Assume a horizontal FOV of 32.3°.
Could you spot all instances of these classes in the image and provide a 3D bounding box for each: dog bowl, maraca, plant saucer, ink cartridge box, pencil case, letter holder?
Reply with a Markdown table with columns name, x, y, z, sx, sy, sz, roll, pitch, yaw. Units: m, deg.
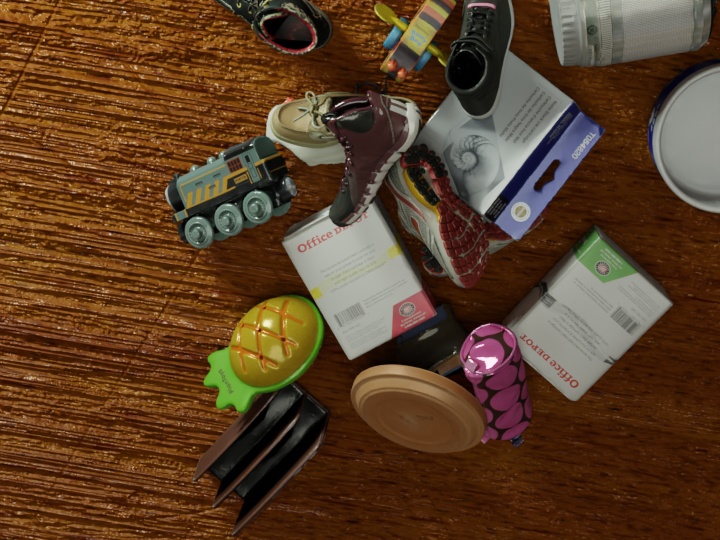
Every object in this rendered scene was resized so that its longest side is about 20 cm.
| name | x | y | z | sx | sy | sz | roll | pitch | yaw |
| --- | --- | --- | --- | --- | --- | --- | --- | --- | --- |
| dog bowl | 0.493 | -0.184 | 1.685 | 0.198 | 0.079 | 0.202 | 1 | 107 | 3 |
| maraca | -0.138 | 0.118 | 1.784 | 0.200 | 0.137 | 0.107 | -39 | 142 | 4 |
| plant saucer | 0.080 | 0.203 | 1.759 | 0.199 | 0.032 | 0.201 | 14 | 146 | 10 |
| ink cartridge box | 0.317 | 0.061 | 1.761 | 0.146 | 0.084 | 0.200 | 41 | 104 | -8 |
| ink cartridge box | 0.195 | -0.176 | 1.685 | 0.200 | 0.041 | 0.200 | 38 | 97 | 9 |
| pencil case | 0.189 | 0.163 | 1.746 | 0.093 | 0.091 | 0.201 | -32 | 140 | -10 |
| letter holder | -0.149 | 0.271 | 1.818 | 0.100 | 0.142 | 0.200 | 41 | 104 | -8 |
| ink cartridge box | 0.000 | 0.000 | 1.763 | 0.144 | 0.083 | 0.201 | -27 | 103 | 10 |

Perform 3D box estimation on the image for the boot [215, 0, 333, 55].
| name | x | y | z | sx | sy | sz | roll | pitch | yaw |
| --- | --- | --- | --- | --- | --- | --- | --- | --- | --- |
| boot | -0.132 | -0.350 | 1.633 | 0.203 | 0.154 | 0.074 | 29 | 106 | -5 |

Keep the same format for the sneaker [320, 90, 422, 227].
| name | x | y | z | sx | sy | sz | roll | pitch | yaw |
| --- | --- | --- | --- | --- | --- | --- | --- | --- | --- |
| sneaker | -0.016 | -0.156 | 1.621 | 0.115 | 0.076 | 0.201 | 24 | 118 | -23 |

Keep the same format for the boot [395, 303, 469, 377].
| name | x | y | z | sx | sy | sz | roll | pitch | yaw |
| --- | --- | --- | --- | --- | --- | --- | --- | --- | --- |
| boot | 0.074 | 0.128 | 1.817 | 0.199 | 0.075 | 0.098 | -27 | 77 | 21 |

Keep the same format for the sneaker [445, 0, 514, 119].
| name | x | y | z | sx | sy | sz | roll | pitch | yaw |
| --- | --- | --- | --- | --- | --- | --- | --- | --- | --- |
| sneaker | 0.156 | -0.307 | 1.625 | 0.070 | 0.099 | 0.202 | 4 | 85 | 17 |

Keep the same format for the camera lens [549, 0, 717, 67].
| name | x | y | z | sx | sy | sz | roll | pitch | yaw |
| --- | --- | --- | --- | --- | --- | --- | --- | --- | --- |
| camera lens | 0.349 | -0.352 | 1.602 | 0.198 | 0.160 | 0.161 | -9 | 105 | 6 |

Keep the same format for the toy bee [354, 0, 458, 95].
| name | x | y | z | sx | sy | sz | roll | pitch | yaw |
| --- | --- | --- | --- | --- | --- | --- | --- | --- | --- |
| toy bee | 0.070 | -0.290 | 1.664 | 0.130 | 0.109 | 0.202 | 14 | 106 | -3 |

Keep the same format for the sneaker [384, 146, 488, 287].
| name | x | y | z | sx | sy | sz | roll | pitch | yaw |
| --- | --- | --- | --- | --- | --- | --- | --- | --- | --- |
| sneaker | 0.103 | -0.068 | 1.672 | 0.078 | 0.082 | 0.201 | -30 | 93 | -34 |

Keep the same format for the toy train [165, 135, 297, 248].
| name | x | y | z | sx | sy | sz | roll | pitch | yaw |
| --- | --- | --- | --- | --- | --- | --- | --- | --- | --- |
| toy train | -0.183 | -0.108 | 1.733 | 0.199 | 0.085 | 0.115 | -21 | 94 | 27 |

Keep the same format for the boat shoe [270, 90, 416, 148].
| name | x | y | z | sx | sy | sz | roll | pitch | yaw |
| --- | --- | --- | --- | --- | --- | --- | --- | --- | --- |
| boat shoe | -0.023 | -0.209 | 1.660 | 0.198 | 0.063 | 0.074 | -4 | 71 | -2 |

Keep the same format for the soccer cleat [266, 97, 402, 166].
| name | x | y | z | sx | sy | sz | roll | pitch | yaw |
| --- | --- | --- | --- | --- | --- | --- | --- | --- | --- |
| soccer cleat | -0.037 | -0.174 | 1.728 | 0.199 | 0.069 | 0.078 | 21 | 111 | 5 |

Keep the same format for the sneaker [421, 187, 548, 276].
| name | x | y | z | sx | sy | sz | roll | pitch | yaw |
| --- | --- | --- | --- | --- | --- | --- | --- | --- | --- |
| sneaker | 0.171 | -0.057 | 1.749 | 0.199 | 0.082 | 0.078 | -28 | 79 | -4 |
